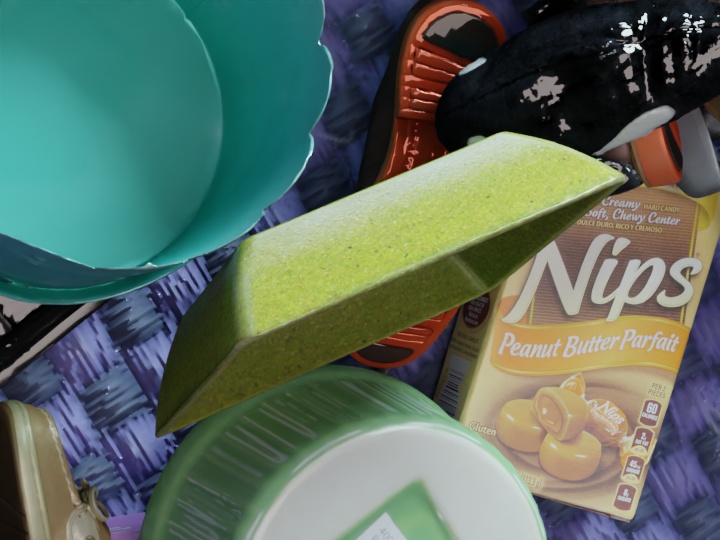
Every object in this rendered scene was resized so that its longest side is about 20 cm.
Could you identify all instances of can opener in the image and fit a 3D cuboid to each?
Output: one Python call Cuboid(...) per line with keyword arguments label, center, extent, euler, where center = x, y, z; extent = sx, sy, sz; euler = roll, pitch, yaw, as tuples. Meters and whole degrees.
Cuboid(label="can opener", center=(0.208, -0.021, 1.358), extent=(0.067, 0.053, 0.200), euler=(-19, 96, 12))

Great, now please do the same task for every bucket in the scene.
Cuboid(label="bucket", center=(-0.128, -0.085, 1.173), extent=(0.207, 0.135, 0.207), euler=(3, 80, -18))

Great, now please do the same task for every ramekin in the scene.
Cuboid(label="ramekin", center=(-0.003, 0.152, 1.272), extent=(0.200, 0.098, 0.200), euler=(-4, 99, -24))

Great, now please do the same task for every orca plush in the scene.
Cuboid(label="orca plush", center=(0.129, -0.089, 1.226), extent=(0.200, 0.071, 0.105), euler=(4, 88, 14))

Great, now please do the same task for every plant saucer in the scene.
Cuboid(label="plant saucer", center=(0.000, 0.000, 1.191), extent=(0.200, 0.200, 0.048), euler=(-23, 82, -21))

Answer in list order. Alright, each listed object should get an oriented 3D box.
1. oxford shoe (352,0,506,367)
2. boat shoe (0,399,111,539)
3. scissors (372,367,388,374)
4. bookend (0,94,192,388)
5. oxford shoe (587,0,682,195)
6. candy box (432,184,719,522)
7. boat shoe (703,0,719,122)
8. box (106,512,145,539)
Cuboid(label="oxford shoe", center=(0.032, -0.048, 1.335), extent=(0.071, 0.073, 0.200), euler=(13, 103, -13))
Cuboid(label="boat shoe", center=(-0.143, 0.156, 1.278), extent=(0.063, 0.073, 0.201), euler=(-18, 102, -25))
Cuboid(label="scissors", center=(0.034, -0.005, 1.373), extent=(0.014, 0.073, 0.200), euler=(11, 120, -51))
Cuboid(label="bookend", center=(-0.224, -0.038, 1.253), extent=(0.200, 0.092, 0.199), euler=(-39, 106, -10))
Cuboid(label="oxford shoe", center=(0.116, -0.128, 1.325), extent=(0.072, 0.200, 0.071), euler=(-15, 146, 15))
Cuboid(label="candy box", center=(0.117, 0.024, 1.384), extent=(0.115, 0.055, 0.200), euler=(16, 93, -19))
Cuboid(label="boat shoe", center=(0.198, -0.160, 1.323), extent=(0.068, 0.075, 0.200), euler=(1, 53, -13))
Cuboid(label="box", center=(-0.109, 0.198, 1.348), extent=(0.200, 0.039, 0.137), euler=(-7, 99, -16))
